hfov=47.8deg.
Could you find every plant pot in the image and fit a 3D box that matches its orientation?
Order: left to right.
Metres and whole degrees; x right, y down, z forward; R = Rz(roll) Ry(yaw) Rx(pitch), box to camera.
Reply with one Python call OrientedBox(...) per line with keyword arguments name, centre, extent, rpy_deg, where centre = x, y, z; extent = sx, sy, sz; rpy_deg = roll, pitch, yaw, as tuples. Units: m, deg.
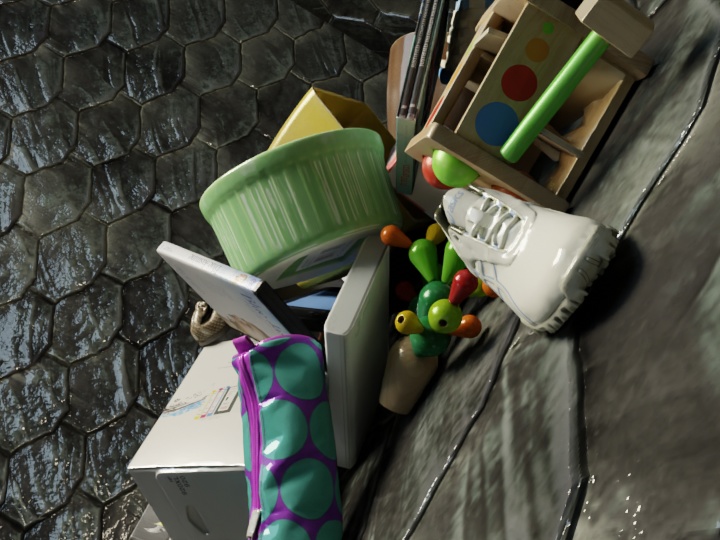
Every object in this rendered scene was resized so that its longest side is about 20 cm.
OrientedBox(name="plant pot", centre=(-0.028, -0.088, 1.031), extent=(0.176, 0.200, 0.200), rpy_deg=(-40, -8, 19))
OrientedBox(name="plant pot", centre=(0.119, -0.259, 1.354), extent=(0.187, 0.186, 0.201), rpy_deg=(135, 150, -70))

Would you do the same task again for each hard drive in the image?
OrientedBox(name="hard drive", centre=(0.000, 0.083, 0.801), extent=(0.132, 0.026, 0.200), rpy_deg=(-65, -18, -44))

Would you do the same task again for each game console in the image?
OrientedBox(name="game console", centre=(0.000, 0.000, 0.947), extent=(0.200, 0.175, 0.117), rpy_deg=(-17, -70, -66))

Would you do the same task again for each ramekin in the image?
OrientedBox(name="ramekin", centre=(-0.054, -0.055, 0.830), extent=(0.199, 0.098, 0.200), rpy_deg=(-22, -8, -3))

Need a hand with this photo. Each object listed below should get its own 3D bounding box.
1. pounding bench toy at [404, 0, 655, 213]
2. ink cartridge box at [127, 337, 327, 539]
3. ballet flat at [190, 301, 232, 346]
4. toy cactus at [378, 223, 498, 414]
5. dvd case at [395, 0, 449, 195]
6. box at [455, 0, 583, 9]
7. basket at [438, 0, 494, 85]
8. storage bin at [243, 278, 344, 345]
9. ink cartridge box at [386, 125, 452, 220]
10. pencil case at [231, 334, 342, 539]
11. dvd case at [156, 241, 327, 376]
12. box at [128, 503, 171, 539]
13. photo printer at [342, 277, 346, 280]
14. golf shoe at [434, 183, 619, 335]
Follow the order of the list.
OrientedBox(name="pounding bench toy", centre=(0.129, -0.122, 0.629), extent=(0.156, 0.124, 0.200), rpy_deg=(-60, 5, 0))
OrientedBox(name="ink cartridge box", centre=(-0.118, 0.189, 0.875), extent=(0.144, 0.148, 0.200), rpy_deg=(-8, 32, 23))
OrientedBox(name="ballet flat", centre=(-0.149, 0.025, 1.008), extent=(0.067, 0.046, 0.200), rpy_deg=(-23, 15, 36))
OrientedBox(name="toy cactus", centre=(0.052, 0.044, 0.714), extent=(0.200, 0.102, 0.166), rpy_deg=(-124, 54, -75))
OrientedBox(name="dvd case", centre=(0.063, -0.195, 0.806), extent=(0.146, 0.022, 0.201), rpy_deg=(85, -162, -68))
OrientedBox(name="box", centre=(0.190, -0.351, 0.900), extent=(0.160, 0.199, 0.044), rpy_deg=(130, 148, -59))
OrientedBox(name="basket", centre=(0.155, -0.207, 0.885), extent=(0.176, 0.138, 0.201), rpy_deg=(-79, -7, -69))
OrientedBox(name="storage bin", centre=(-0.065, 0.070, 1.124), extent=(0.134, 0.200, 0.146), rpy_deg=(-51, 3, -17))
OrientedBox(name="ink cartridge box", centre=(0.097, -0.126, 0.979), extent=(0.068, 0.116, 0.200), rpy_deg=(-51, 8, 21))
OrientedBox(name="pencil case", centre=(-0.067, 0.160, 0.708), extent=(0.085, 0.092, 0.201), rpy_deg=(-27, 60, 39))
OrientedBox(name="dvd case", centre=(-0.116, 0.039, 0.831), extent=(0.200, 0.143, 0.018), rpy_deg=(18, 62, 48))
OrientedBox(name="box", centre=(-0.166, 0.289, 0.964), extent=(0.200, 0.158, 0.048), rpy_deg=(-69, 1, -65))
OrientedBox(name="photo printer", centre=(-0.011, 0.050, 1.316), extent=(0.200, 0.069, 0.166), rpy_deg=(-58, 5, 19))
OrientedBox(name="golf shoe", centre=(0.095, -0.016, 0.535), extent=(0.078, 0.097, 0.200), rpy_deg=(-58, 7, -1))
